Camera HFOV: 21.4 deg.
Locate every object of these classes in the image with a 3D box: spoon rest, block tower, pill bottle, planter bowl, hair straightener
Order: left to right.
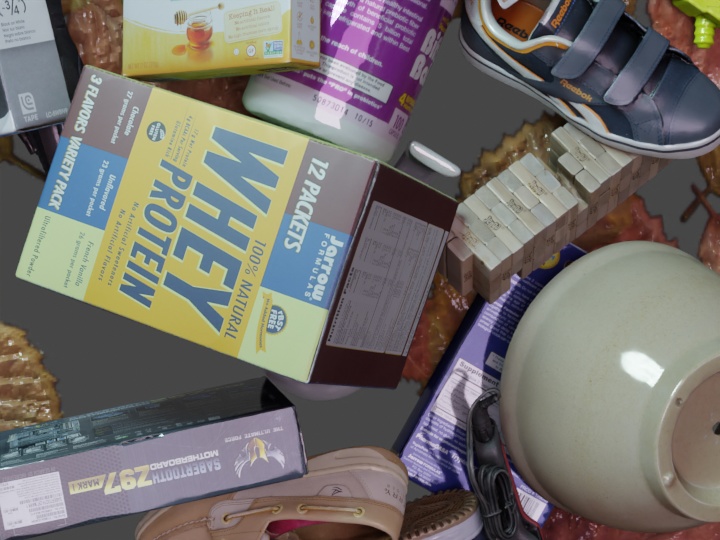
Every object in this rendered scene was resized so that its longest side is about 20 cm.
[{"bbox_3d":[0.000,0.000,1.319,0.099,0.061,0.201,31,102,-9],"label":"spoon rest"},{"bbox_3d":[0.007,-0.180,1.271,0.112,0.112,0.201,22,91,-11],"label":"pill bottle"},{"bbox_3d":[0.105,0.174,1.294,0.041,0.077,0.201,-9,112,10],"label":"hair straightener"},{"bbox_3d":[0.139,-0.057,1.308,0.200,0.058,0.054,-37,67,-15],"label":"block tower"},{"bbox_3d":[0.212,0.091,1.287,0.199,0.135,0.202,-6,105,-25],"label":"planter bowl"}]

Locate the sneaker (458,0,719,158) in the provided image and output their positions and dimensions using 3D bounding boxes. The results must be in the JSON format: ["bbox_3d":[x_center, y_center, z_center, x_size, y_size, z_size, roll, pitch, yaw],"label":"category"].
[{"bbox_3d":[0.156,-0.143,1.278,0.199,0.080,0.079,24,65,12],"label":"sneaker"}]

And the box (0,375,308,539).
[{"bbox_3d":[-0.143,0.120,1.244,0.198,0.158,0.051,-11,96,-10],"label":"box"}]

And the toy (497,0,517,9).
[{"bbox_3d":[0.117,-0.256,1.252,0.116,0.047,0.200,59,40,-7],"label":"toy"}]

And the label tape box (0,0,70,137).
[{"bbox_3d":[-0.273,-0.177,1.209,0.143,0.063,0.202,-9,97,35],"label":"label tape box"}]

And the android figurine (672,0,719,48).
[{"bbox_3d":[0.271,-0.255,1.347,0.180,0.041,0.202,1,93,-10],"label":"android figurine"}]

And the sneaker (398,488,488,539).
[{"bbox_3d":[0.002,0.234,1.322,0.199,0.070,0.109,-19,111,3],"label":"sneaker"}]

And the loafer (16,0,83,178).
[{"bbox_3d":[-0.222,-0.140,1.265,0.063,0.072,0.202,-15,91,11],"label":"loafer"}]

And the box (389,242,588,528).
[{"bbox_3d":[0.117,0.079,1.349,0.121,0.032,0.201,30,90,-11],"label":"box"}]

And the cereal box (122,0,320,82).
[{"bbox_3d":[-0.091,-0.227,1.236,0.039,0.143,0.202,1,88,-54],"label":"cereal box"}]

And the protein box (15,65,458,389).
[{"bbox_3d":[-0.070,-0.021,1.192,0.197,0.200,0.136,19,91,17],"label":"protein box"}]

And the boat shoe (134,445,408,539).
[{"bbox_3d":[-0.063,0.175,1.272,0.199,0.070,0.074,-19,134,18],"label":"boat shoe"}]
